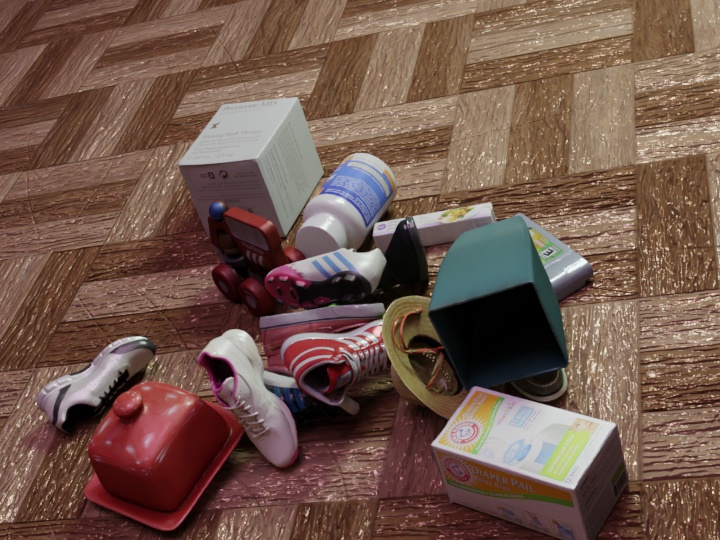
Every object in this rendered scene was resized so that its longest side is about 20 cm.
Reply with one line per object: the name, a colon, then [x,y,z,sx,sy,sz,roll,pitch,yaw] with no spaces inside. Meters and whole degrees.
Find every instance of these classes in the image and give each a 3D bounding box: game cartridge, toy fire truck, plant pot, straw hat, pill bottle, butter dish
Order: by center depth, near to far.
plant pot: [0.183,0.027,1.536,0.140,0.142,0.201,-17,32,19]
straw hat: [0.090,0.137,1.566,0.085,0.200,0.202,-45,17,39]
butter dish: [-0.289,0.223,1.596,0.198,0.148,0.201,11,52,36]
game cartridge: [0.239,-0.010,1.749,0.133,0.041,0.200,-33,36,-10]
toy fire truck: [-0.177,-0.035,1.876,0.112,0.169,0.199,-38,39,-24]
pill bottle: [-0.027,-0.096,1.923,0.111,0.113,0.200,3,37,30]

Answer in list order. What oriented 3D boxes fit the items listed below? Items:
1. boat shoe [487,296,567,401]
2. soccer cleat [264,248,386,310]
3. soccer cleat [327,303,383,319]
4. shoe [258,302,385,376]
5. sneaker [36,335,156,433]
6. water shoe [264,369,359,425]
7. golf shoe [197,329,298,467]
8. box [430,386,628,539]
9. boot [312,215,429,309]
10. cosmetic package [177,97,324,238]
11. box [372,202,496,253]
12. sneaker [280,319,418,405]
boat shoe: [0.220,0.100,1.587,0.072,0.061,0.202,-22,35,-3]
soccer cleat: [-0.048,0.008,1.694,0.199,0.070,0.087,-3,38,37]
soccer cleat: [-0.004,0.097,1.707,0.198,0.068,0.082,2,53,28]
shoe: [-0.052,0.100,1.669,0.198,0.092,0.071,-9,-4,25]
sneaker: [-0.397,0.179,1.804,0.199,0.074,0.080,-35,51,-12]
water shoe: [-0.091,0.194,1.634,0.198,0.071,0.080,8,71,33]
golf shoe: [-0.155,0.180,1.569,0.075,0.201,0.091,-33,-8,30]
box: [0.200,0.230,1.388,0.199,0.102,0.113,12,46,38]
boot: [0.000,0.001,1.753,0.198,0.165,0.066,-17,61,0]
cosmetic package: [-0.192,-0.181,2.083,0.166,0.167,0.201,-2,38,25]
box: [0.120,-0.068,1.882,0.198,0.042,0.039,-10,35,16]
sneaker: [-0.002,0.124,1.577,0.198,0.072,0.113,-8,24,-11]
